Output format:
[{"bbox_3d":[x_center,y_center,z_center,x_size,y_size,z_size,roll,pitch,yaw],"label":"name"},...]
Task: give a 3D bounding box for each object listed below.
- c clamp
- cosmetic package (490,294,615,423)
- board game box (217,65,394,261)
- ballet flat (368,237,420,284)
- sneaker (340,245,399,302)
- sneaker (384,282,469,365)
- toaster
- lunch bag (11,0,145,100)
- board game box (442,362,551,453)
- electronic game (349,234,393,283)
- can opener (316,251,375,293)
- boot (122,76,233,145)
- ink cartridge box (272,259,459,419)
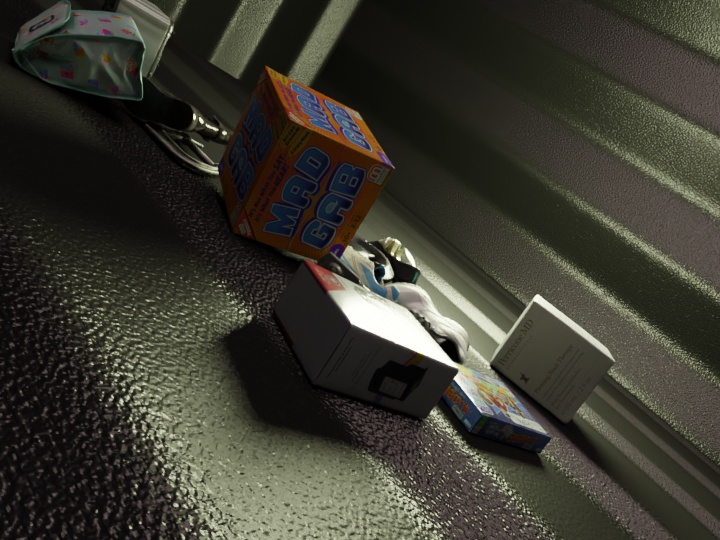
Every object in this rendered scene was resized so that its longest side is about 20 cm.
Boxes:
[{"bbox_3d":[-0.320,-0.230,1.185,0.169,0.027,0.200,22,19,-51],"label":"c clamp"},{"bbox_3d":[0.409,0.184,1.351,0.198,0.169,0.166,37,12,13],"label":"cosmetic package"},{"bbox_3d":[-0.099,-0.170,1.041,0.196,0.202,0.202,17,29,-32],"label":"board game box"},{"bbox_3d":[0.080,-0.031,1.475,0.072,0.074,0.200,25,16,-40],"label":"ballet flat"},{"bbox_3d":[0.000,0.000,1.090,0.201,0.072,0.072,51,-4,38],"label":"sneaker"},{"bbox_3d":[0.115,0.094,1.099,0.197,0.075,0.087,35,17,-6],"label":"sneaker"},{"bbox_3d":[-0.464,-0.447,1.242,0.117,0.184,0.200,21,17,-39],"label":"toaster"},{"bbox_3d":[-0.475,-0.374,1.059,0.195,0.125,0.171,-1,33,-27],"label":"lunch bag"},{"bbox_3d":[0.198,0.208,0.976,0.197,0.035,0.136,27,16,-39],"label":"board game box"},{"bbox_3d":[-0.020,-0.034,1.260,0.196,0.042,0.201,27,17,-8],"label":"electronic game"},{"bbox_3d":[0.005,0.047,0.998,0.199,0.054,0.067,42,14,17],"label":"can opener"},{"bbox_3d":[-0.344,-0.296,1.214,0.197,0.071,0.174,30,7,16],"label":"boot"},{"bbox_3d":[0.007,0.087,0.778,0.197,0.084,0.146,26,15,-39],"label":"ink cartridge box"}]
